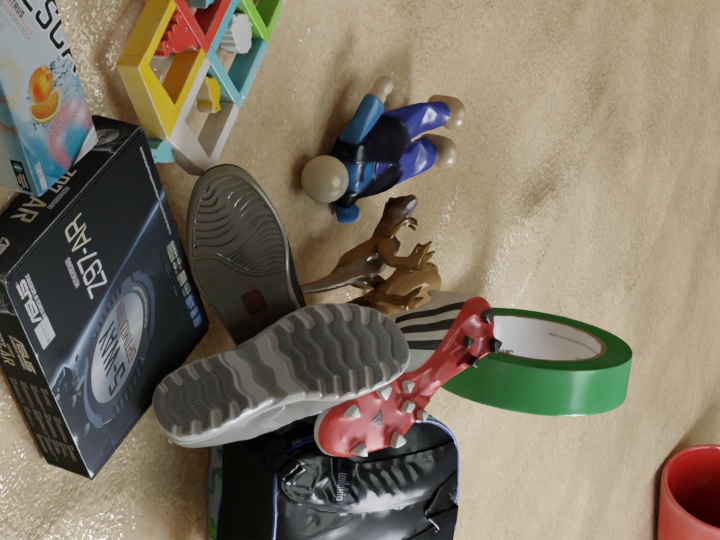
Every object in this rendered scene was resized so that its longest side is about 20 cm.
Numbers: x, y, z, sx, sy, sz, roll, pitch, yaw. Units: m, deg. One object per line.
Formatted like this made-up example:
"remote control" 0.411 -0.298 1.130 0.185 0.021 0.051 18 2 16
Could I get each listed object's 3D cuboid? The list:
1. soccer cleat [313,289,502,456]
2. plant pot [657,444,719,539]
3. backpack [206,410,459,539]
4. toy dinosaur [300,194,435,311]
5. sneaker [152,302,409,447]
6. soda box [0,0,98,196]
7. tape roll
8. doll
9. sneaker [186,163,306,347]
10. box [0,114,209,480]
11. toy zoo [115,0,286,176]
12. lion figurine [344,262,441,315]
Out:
"soccer cleat" 0.026 0.078 1.380 0.200 0.085 0.069 -38 129 -31
"plant pot" 0.513 0.378 2.503 0.200 0.200 0.178 -39 144 -48
"backpack" -0.025 0.182 1.440 0.199 0.147 0.184 -11 115 -34
"toy dinosaur" 0.000 0.000 1.459 0.200 0.106 0.061 -35 133 -47
"sneaker" -0.061 0.079 1.298 0.082 0.199 0.075 115 -41 -69
"soda box" -0.222 -0.145 1.035 0.064 0.068 0.201 -50 142 -38
"tape roll" 0.164 0.087 1.706 0.200 0.200 0.048 -16 117 -58
"doll" 0.015 -0.103 1.505 0.200 0.048 0.137 -27 137 -48
"sneaker" -0.091 -0.013 1.321 0.106 0.074 0.201 -111 -175 -53
"box" -0.186 0.019 1.208 0.160 0.043 0.201 -54 145 -35
"toy zoo" -0.115 -0.160 1.250 0.201 0.020 0.131 -69 152 -26
"lion figurine" 0.023 0.037 1.529 0.200 0.072 0.123 -53 171 -44
